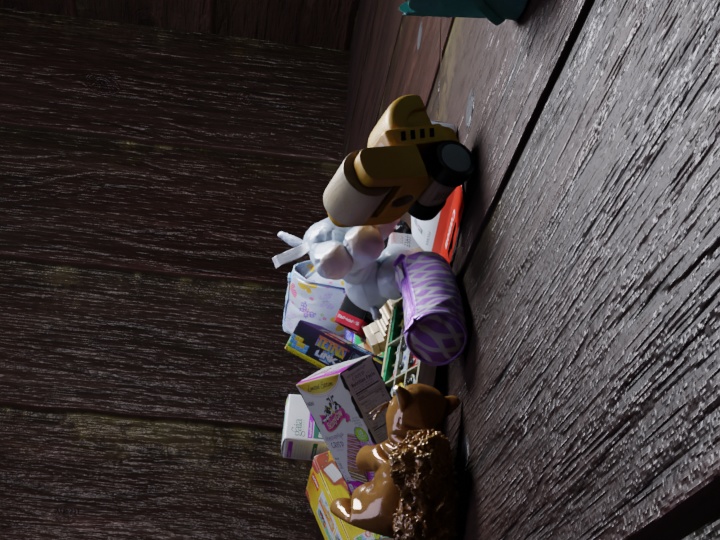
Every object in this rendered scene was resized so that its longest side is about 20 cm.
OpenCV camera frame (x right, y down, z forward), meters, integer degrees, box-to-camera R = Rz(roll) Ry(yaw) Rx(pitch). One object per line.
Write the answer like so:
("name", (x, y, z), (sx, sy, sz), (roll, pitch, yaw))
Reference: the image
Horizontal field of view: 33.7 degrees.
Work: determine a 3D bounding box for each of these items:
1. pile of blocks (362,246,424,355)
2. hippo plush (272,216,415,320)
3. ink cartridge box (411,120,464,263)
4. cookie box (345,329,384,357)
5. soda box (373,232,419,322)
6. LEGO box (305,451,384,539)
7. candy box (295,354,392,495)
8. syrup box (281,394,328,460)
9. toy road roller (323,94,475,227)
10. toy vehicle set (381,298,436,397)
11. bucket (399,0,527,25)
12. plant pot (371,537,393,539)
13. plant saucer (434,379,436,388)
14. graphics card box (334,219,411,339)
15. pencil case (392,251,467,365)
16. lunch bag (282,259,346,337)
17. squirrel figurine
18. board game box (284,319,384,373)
("pile of blocks", (0.069, 0.059, 1.809), (0.200, 0.082, 0.062), (-68, 30, 30))
("hippo plush", (0.000, 0.000, 1.685), (0.161, 0.200, 0.160), (53, -159, -26))
("ink cartridge box", (0.108, -0.095, 1.713), (0.200, 0.057, 0.163), (-83, 3, -51))
("cookie box", (0.013, 0.125, 2.336), (0.171, 0.075, 0.201), (103, 171, -57))
("soda box", (0.065, 0.038, 1.901), (0.064, 0.068, 0.201), (-88, 6, -50))
("LEGO box", (-0.010, 0.393, 1.848), (0.149, 0.077, 0.200), (105, 144, -58))
("candy box", (0.005, 0.224, 1.629), (0.136, 0.061, 0.201), (-23, 94, 59))
("syrup box", (-0.025, 0.259, 1.910), (0.082, 0.199, 0.079), (104, 171, -58))
("toy road roller", (0.039, -0.148, 1.575), (0.123, 0.199, 0.146), (-52, 54, 53))
("toy vehicle set", (0.070, 0.122, 1.669), (0.124, 0.026, 0.201), (-39, 36, 57))
("bucket", (0.125, -0.381, 1.356), (0.207, 0.134, 0.208), (-173, 90, -85))
("plant pot", (0.000, 0.442, 1.588), (0.200, 0.173, 0.201), (-173, 90, -86))
("plant saucer", (0.071, 0.199, 1.768), (0.200, 0.048, 0.200), (102, 172, -47))
("graphics card box", (0.026, 0.012, 1.989), (0.201, 0.051, 0.125), (-66, -15, -4))
("pencil case", (0.089, 0.043, 1.543), (0.084, 0.085, 0.200), (-48, 20, 16))
("lunch bag", (-0.062, 0.067, 2.545), (0.127, 0.199, 0.170), (-93, 9, -58))
("squirrel figurine", (0.071, 0.235, 1.448), (0.200, 0.141, 0.187), (-173, 99, -71))
("board game box", (-0.020, 0.144, 1.919), (0.057, 0.165, 0.200), (-61, -10, -1))
